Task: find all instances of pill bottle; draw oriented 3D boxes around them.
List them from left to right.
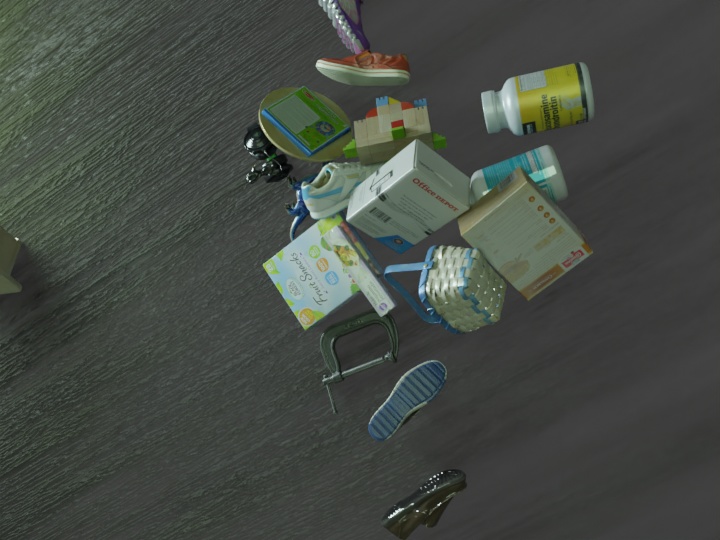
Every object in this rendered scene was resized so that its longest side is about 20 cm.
[{"bbox_3d":[0.288,-0.157,1.393,0.199,0.111,0.112,-19,83,13],"label":"pill bottle"},{"bbox_3d":[0.337,-0.321,1.385,0.199,0.112,0.113,-10,85,15],"label":"pill bottle"}]

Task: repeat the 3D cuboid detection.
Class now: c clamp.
[{"bbox_3d":[-0.001,0.178,1.506,0.199,0.027,0.172,-28,76,14],"label":"c clamp"}]

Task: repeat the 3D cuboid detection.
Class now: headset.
[{"bbox_3d":[-0.201,-0.229,1.488,0.094,0.200,0.124,-30,116,0],"label":"headset"}]

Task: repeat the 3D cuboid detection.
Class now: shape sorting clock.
[{"bbox_3d":[-0.112,-0.300,1.490,0.198,0.039,0.201,9,57,-14],"label":"shape sorting clock"}]

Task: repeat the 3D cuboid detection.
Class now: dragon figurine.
[{"bbox_3d":[-0.103,-0.147,1.527,0.099,0.059,0.202,5,89,16],"label":"dragon figurine"}]

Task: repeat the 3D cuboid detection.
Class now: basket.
[{"bbox_3d":[0.164,0.040,1.371,0.199,0.176,0.140,-12,48,36],"label":"basket"}]

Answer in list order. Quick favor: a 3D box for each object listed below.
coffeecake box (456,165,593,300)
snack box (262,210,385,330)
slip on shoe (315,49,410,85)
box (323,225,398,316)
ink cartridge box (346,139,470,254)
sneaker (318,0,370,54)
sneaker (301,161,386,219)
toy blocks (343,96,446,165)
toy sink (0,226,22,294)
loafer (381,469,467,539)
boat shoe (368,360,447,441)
[{"bbox_3d":[0.303,-0.065,1.341,0.153,0.073,0.200,-40,113,22],"label":"coffeecake box"},{"bbox_3d":[-0.075,-0.001,1.508,0.200,0.068,0.169,-38,81,12],"label":"snack box"},{"bbox_3d":[0.006,-0.424,1.504,0.198,0.074,0.062,5,83,10],"label":"slip on shoe"},{"bbox_3d":[0.000,0.000,1.436,0.039,0.041,0.201,-37,85,11],"label":"box"},{"bbox_3d":[0.092,-0.136,1.384,0.200,0.146,0.085,-34,36,40],"label":"ink cartridge box"},{"bbox_3d":[-0.025,-0.550,1.518,0.088,0.081,0.201,-29,83,-6],"label":"sneaker"},{"bbox_3d":[-0.026,-0.185,1.465,0.199,0.081,0.076,-34,34,-15],"label":"sneaker"},{"bbox_3d":[0.064,-0.292,1.457,0.198,0.100,0.137,-11,54,8],"label":"toy blocks"},{"bbox_3d":[-0.890,-0.042,1.701,0.129,0.200,0.113,-5,57,16],"label":"toy sink"},{"bbox_3d":[0.136,0.467,1.437,0.200,0.073,0.071,-38,89,16],"label":"loafer"},{"bbox_3d":[0.095,0.255,1.448,0.200,0.072,0.072,-43,77,5],"label":"boat shoe"}]
